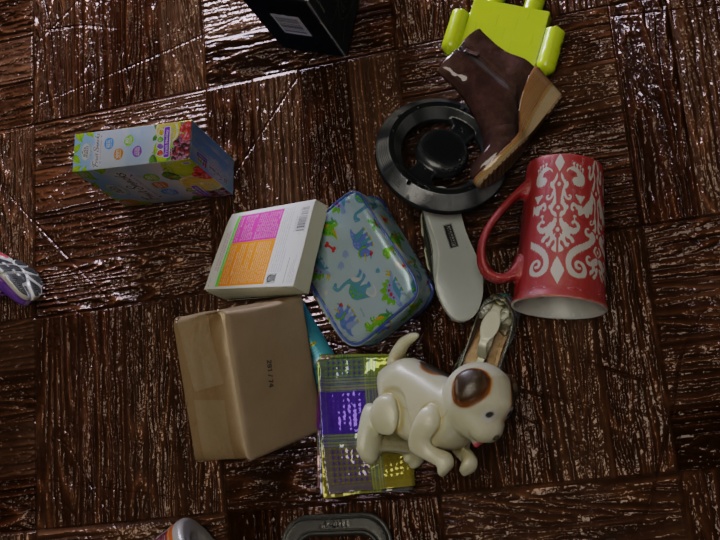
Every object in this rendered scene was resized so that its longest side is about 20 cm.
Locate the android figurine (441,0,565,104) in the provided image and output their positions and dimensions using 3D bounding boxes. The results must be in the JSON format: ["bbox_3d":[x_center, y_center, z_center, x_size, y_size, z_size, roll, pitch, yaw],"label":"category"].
[{"bbox_3d":[0.211,-0.336,1.453,0.179,0.041,0.204,17,82,18],"label":"android figurine"}]

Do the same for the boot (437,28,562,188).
[{"bbox_3d":[0.172,-0.231,1.377,0.165,0.073,0.201,38,74,11],"label":"boot"}]

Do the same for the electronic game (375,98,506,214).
[{"bbox_3d":[0.118,-0.169,1.411,0.195,0.042,0.204,3,60,-5],"label":"electronic game"}]

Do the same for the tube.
[{"bbox_3d":[-0.065,0.137,1.437,0.077,0.050,0.202,-35,76,19],"label":"tube"}]

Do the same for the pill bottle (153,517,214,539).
[{"bbox_3d":[-0.301,0.462,1.399,0.199,0.114,0.115,-37,72,6],"label":"pill bottle"}]

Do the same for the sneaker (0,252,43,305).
[{"bbox_3d":[-0.607,0.016,1.609,0.197,0.080,0.085,25,100,28],"label":"sneaker"}]

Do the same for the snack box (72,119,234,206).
[{"bbox_3d":[-0.317,-0.162,1.500,0.195,0.169,0.069,-3,74,16],"label":"snack box"}]

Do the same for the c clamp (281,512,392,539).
[{"bbox_3d":[-0.042,0.434,1.381,0.196,0.027,0.175,-13,71,15],"label":"c clamp"}]

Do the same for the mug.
[{"bbox_3d":[0.261,-0.051,1.319,0.132,0.175,0.205,-13,66,54],"label":"mug"}]

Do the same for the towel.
[{"bbox_3d":[0.007,0.220,1.385,0.140,0.023,0.205,0,78,-5],"label":"towel"}]

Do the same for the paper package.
[{"bbox_3d":[-0.153,0.148,1.354,0.102,0.189,0.205,-9,91,33],"label":"paper package"}]

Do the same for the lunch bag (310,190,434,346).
[{"bbox_3d":[0.000,0.000,1.413,0.160,0.082,0.202,-40,70,19],"label":"lunch bag"}]

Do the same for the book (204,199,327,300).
[{"bbox_3d":[-0.140,-0.030,1.437,0.198,0.048,0.136,-4,66,45],"label":"book"}]

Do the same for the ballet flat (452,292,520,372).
[{"bbox_3d":[0.168,0.124,1.357,0.071,0.072,0.204,18,85,18],"label":"ballet flat"}]

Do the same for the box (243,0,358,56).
[{"bbox_3d":[-0.079,-0.465,1.476,0.121,0.200,0.201,12,82,18],"label":"box"}]

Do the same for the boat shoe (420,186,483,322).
[{"bbox_3d":[0.129,-0.019,1.400,0.069,0.064,0.204,-6,71,-9],"label":"boat shoe"}]

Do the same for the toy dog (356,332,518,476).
[{"bbox_3d":[0.118,0.181,1.295,0.197,0.138,0.198,-12,62,41],"label":"toy dog"}]
